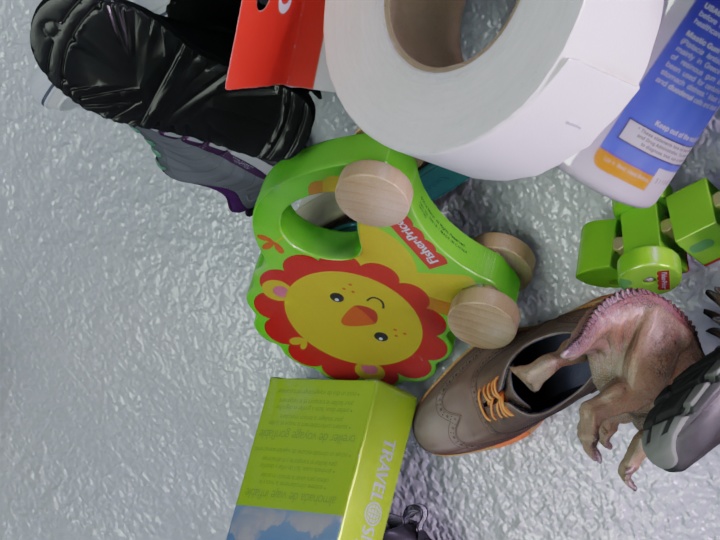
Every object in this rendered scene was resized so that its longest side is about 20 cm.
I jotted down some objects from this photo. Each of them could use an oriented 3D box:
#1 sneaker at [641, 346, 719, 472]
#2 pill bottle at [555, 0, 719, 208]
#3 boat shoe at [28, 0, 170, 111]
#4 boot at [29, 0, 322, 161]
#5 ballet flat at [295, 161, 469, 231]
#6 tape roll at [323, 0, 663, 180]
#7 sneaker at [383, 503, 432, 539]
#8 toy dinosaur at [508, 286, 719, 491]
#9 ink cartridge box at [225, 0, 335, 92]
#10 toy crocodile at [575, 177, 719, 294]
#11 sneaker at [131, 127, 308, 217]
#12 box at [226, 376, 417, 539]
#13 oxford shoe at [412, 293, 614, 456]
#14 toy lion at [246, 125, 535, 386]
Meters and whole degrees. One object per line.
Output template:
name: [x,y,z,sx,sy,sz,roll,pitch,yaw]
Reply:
sneaker: [0.242,0.060,1.233,0.079,0.200,0.075,52,151,-1]
pill bottle: [0.176,-0.146,1.259,0.112,0.112,0.200,38,105,21]
boat shoe: [-0.154,-0.150,1.521,0.200,0.074,0.067,-29,85,36]
boot: [-0.110,-0.143,1.389,0.198,0.162,0.073,20,113,-10]
ballet flat: [0.006,-0.053,1.450,0.200,0.069,0.069,-34,82,34]
tape roll: [0.074,-0.154,1.229,0.202,0.071,0.203,-14,69,40]
sneaker: [0.000,0.237,1.522,0.200,0.075,0.114,-35,76,35]
toy dinosaur: [0.179,0.052,1.288,0.136,0.200,0.086,-46,43,7]
ink cartridge box: [0.002,-0.185,1.314,0.057,0.200,0.163,17,105,21]
toy crocodile: [0.214,-0.031,1.307,0.200,0.062,0.068,-23,53,32]
sneaker: [-0.138,-0.101,1.479,0.200,0.074,0.088,32,133,-15]
box: [-0.037,0.173,1.467,0.122,0.048,0.200,-2,68,49]
oxford shoe: [0.098,0.072,1.405,0.200,0.073,0.071,-34,82,36]
toy lion: [0.000,0.000,1.411,0.192,0.069,0.200,-16,131,34]
